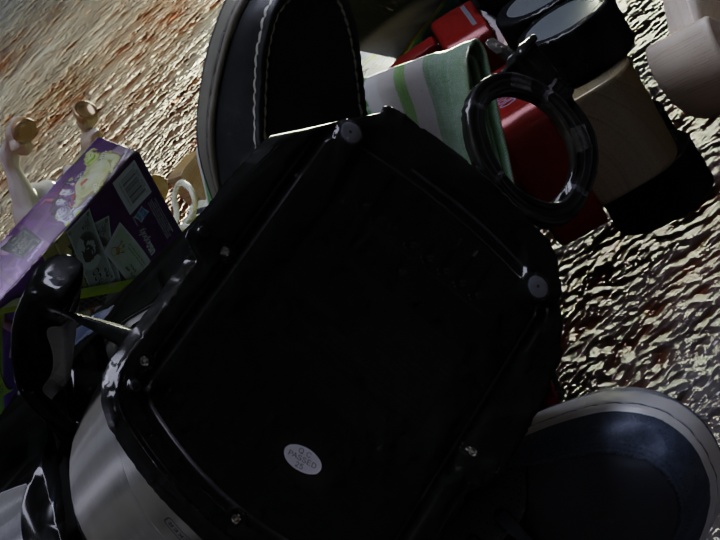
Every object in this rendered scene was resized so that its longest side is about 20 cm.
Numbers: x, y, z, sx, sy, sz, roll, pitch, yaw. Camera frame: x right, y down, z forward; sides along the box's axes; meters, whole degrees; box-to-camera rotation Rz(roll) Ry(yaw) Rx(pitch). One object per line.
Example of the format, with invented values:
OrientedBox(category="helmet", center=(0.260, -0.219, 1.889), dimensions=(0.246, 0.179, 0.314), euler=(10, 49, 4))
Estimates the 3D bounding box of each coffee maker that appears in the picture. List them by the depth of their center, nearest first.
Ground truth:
OrientedBox(category="coffee maker", center=(-0.026, 0.044, 0.712), dimensions=(0.192, 0.135, 0.200), euler=(-28, -5, -31))

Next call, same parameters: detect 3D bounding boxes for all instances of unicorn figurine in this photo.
OrientedBox(category="unicorn figurine", center=(-0.147, -0.021, 1.152), dimensions=(0.074, 0.138, 0.200), euler=(-9, 50, -18))

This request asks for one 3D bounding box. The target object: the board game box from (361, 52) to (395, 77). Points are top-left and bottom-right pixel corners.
OrientedBox(category="board game box", center=(0.073, -0.168, 1.313), dimensions=(0.200, 0.034, 0.135), euler=(-37, 20, 17))

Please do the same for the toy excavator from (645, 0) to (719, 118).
OrientedBox(category="toy excavator", center=(0.166, -0.176, 1.011), dimensions=(0.100, 0.195, 0.200), euler=(-25, -3, 41))

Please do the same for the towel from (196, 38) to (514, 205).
OrientedBox(category="towel", center=(0.000, 0.000, 0.904), dimensions=(0.023, 0.153, 0.200), euler=(-10, -1, -34))

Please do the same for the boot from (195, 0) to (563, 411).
OrientedBox(category="boot", center=(0.011, -0.004, 0.812), dimensions=(0.073, 0.204, 0.154), euler=(-17, 28, -35))

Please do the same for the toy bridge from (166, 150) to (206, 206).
OrientedBox(category="toy bridge", center=(-0.142, -0.023, 1.378), dimensions=(0.200, 0.067, 0.027), euler=(-18, 30, 49))

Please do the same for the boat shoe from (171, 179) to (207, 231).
OrientedBox(category="boat shoe", center=(-0.079, -0.011, 1.193), dimensions=(0.075, 0.086, 0.202), euler=(-19, 29, 50))

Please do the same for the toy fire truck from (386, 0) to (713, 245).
OrientedBox(category="toy fire truck", center=(0.043, -0.031, 0.976), dimensions=(0.200, 0.129, 0.176), euler=(-31, 19, 5))

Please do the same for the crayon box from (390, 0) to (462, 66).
OrientedBox(category="crayon box", center=(-0.007, -0.032, 1.097), dimensions=(0.200, 0.051, 0.127), euler=(-54, 3, -31))

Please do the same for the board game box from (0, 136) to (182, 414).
OrientedBox(category="board game box", center=(-0.106, 0.051, 0.959), dimensions=(0.032, 0.200, 0.120), euler=(18, 59, 34))

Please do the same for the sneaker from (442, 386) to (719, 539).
OrientedBox(category="sneaker", center=(0.024, 0.129, 0.670), dimensions=(0.202, 0.077, 0.146), euler=(-41, 7, 31))

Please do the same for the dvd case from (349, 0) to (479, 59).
OrientedBox(category="dvd case", center=(0.067, -0.149, 1.120), dimensions=(0.149, 0.016, 0.200), euler=(-31, -18, 30))
